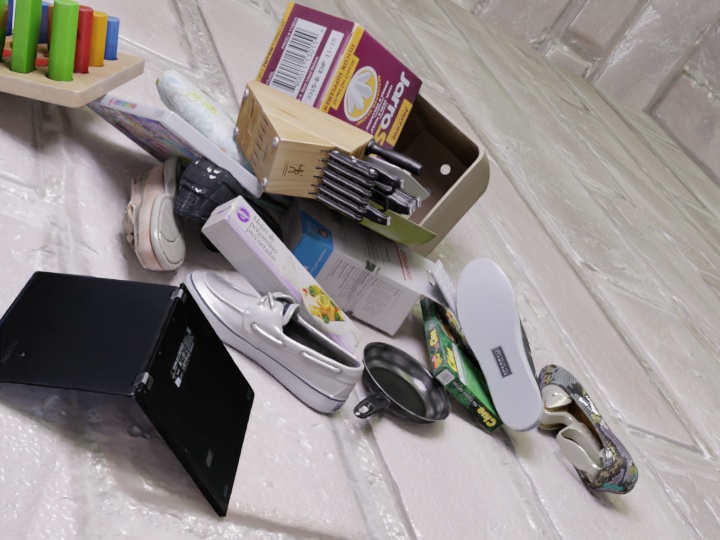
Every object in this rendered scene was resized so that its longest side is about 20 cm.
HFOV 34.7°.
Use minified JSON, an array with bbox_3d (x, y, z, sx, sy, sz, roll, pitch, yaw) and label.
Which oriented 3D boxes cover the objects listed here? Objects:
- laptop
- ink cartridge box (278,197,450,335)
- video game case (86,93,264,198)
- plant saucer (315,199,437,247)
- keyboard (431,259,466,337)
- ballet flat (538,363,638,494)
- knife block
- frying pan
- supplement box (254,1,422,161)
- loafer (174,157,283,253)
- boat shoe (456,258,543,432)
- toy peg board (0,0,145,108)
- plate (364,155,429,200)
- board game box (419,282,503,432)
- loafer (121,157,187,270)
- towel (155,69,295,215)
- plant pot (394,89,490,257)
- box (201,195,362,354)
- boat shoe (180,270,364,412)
[{"bbox_3d":[-0.195,0.095,0.959,0.201,0.115,0.188,59,15,-21],"label":"laptop"},{"bbox_3d":[0.000,0.000,1.351,0.199,0.068,0.116,27,23,-19],"label":"ink cartridge box"},{"bbox_3d":[-0.205,-0.138,1.241,0.200,0.018,0.143,21,-14,49],"label":"video game case"},{"bbox_3d":[-0.004,-0.075,1.353,0.199,0.031,0.200,27,4,-2],"label":"plant saucer"},{"bbox_3d":[0.134,0.081,1.341,0.201,0.011,0.056,61,11,-8],"label":"keyboard"},{"bbox_3d":[0.248,0.181,1.354,0.072,0.072,0.201,17,27,-38],"label":"ballet flat"},{"bbox_3d":[-0.029,-0.124,1.236,0.175,0.064,0.200,6,30,-27],"label":"knife block"},{"bbox_3d":[0.042,0.136,1.186,0.115,0.031,0.190,34,23,-9],"label":"frying pan"},{"bbox_3d":[-0.027,-0.216,1.384,0.103,0.132,0.200,24,1,27],"label":"supplement box"},{"bbox_3d":[-0.141,-0.050,1.223,0.068,0.071,0.201,27,-10,25],"label":"loafer"},{"bbox_3d":[0.158,0.086,1.305,0.057,0.068,0.201,33,40,-72],"label":"boat shoe"},{"bbox_3d":[-0.353,-0.262,1.239,0.199,0.098,0.199,14,22,5],"label":"toy peg board"},{"bbox_3d":[-0.027,-0.128,1.357,0.199,0.032,0.200,24,1,14],"label":"plate"},{"bbox_3d":[0.114,0.096,1.350,0.105,0.023,0.200,48,16,-22],"label":"board game box"},{"bbox_3d":[-0.213,-0.052,1.178,0.200,0.062,0.072,-93,167,-62],"label":"loafer"},{"bbox_3d":[-0.152,-0.144,1.374,0.171,0.048,0.200,45,3,15],"label":"towel"},{"bbox_3d":[0.060,-0.125,1.541,0.200,0.200,0.177,45,10,23],"label":"plant pot"},{"bbox_3d":[-0.076,0.014,1.156,0.200,0.041,0.039,49,43,-21],"label":"box"},{"bbox_3d":[-0.083,0.053,1.128,0.200,0.065,0.074,36,22,0],"label":"boat shoe"}]
